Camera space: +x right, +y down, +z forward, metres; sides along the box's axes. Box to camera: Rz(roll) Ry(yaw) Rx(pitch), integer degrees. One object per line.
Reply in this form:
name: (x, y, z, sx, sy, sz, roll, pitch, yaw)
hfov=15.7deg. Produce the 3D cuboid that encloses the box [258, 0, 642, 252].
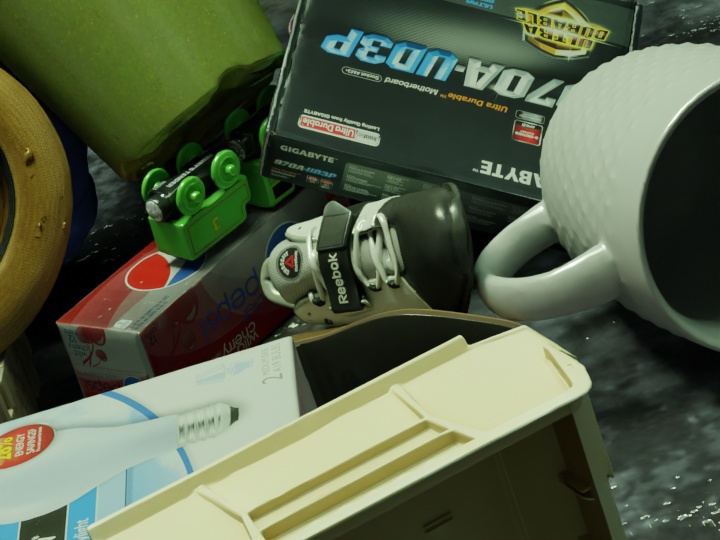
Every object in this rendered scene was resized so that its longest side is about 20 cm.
box: (0.053, -0.106, 1.502, 0.199, 0.046, 0.160, 14, 58, -2)

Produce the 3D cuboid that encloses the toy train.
toy train: (-0.051, -0.072, 1.526, 0.042, 0.057, 0.200, 14, 41, 40)

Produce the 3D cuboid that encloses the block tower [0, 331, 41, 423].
block tower: (-0.217, 0.090, 1.467, 0.058, 0.054, 0.200, -17, 26, 6)

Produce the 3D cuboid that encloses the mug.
mug: (0.149, -0.033, 1.353, 0.199, 0.148, 0.175, -31, 20, -12)

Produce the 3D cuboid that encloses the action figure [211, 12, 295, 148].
action figure: (-0.008, -0.102, 1.691, 0.149, 0.134, 0.200, -46, 10, 24)

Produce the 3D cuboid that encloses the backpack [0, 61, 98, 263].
backpack: (-0.262, -0.042, 1.630, 0.199, 0.168, 0.163, -20, 28, -3)

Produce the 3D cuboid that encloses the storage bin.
storage bin: (0.025, 0.153, 0.996, 0.198, 0.201, 0.094, -26, 24, -15)

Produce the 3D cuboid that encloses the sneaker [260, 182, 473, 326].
sneaker: (0.000, 0.000, 1.406, 0.088, 0.075, 0.200, -5, -7, -19)

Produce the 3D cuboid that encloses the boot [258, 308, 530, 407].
boot: (0.020, 0.048, 1.375, 0.199, 0.074, 0.075, -6, 16, 29)

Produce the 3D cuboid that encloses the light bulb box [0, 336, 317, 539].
light bulb box: (-0.103, 0.150, 1.181, 0.199, 0.125, 0.198, -17, 25, 3)

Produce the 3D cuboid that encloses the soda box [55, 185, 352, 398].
soda box: (-0.085, 0.007, 1.529, 0.070, 0.064, 0.200, 5, 34, 38)

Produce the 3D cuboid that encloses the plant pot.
plant pot: (-0.144, -0.162, 1.534, 0.200, 0.190, 0.200, -38, -4, -3)

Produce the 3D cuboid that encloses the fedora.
fedora: (-0.262, -0.029, 1.494, 0.200, 0.201, 0.082, -26, 2, -14)

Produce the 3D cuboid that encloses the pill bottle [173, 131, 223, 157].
pill bottle: (-0.131, -0.133, 1.720, 0.113, 0.114, 0.200, -20, 0, -1)
